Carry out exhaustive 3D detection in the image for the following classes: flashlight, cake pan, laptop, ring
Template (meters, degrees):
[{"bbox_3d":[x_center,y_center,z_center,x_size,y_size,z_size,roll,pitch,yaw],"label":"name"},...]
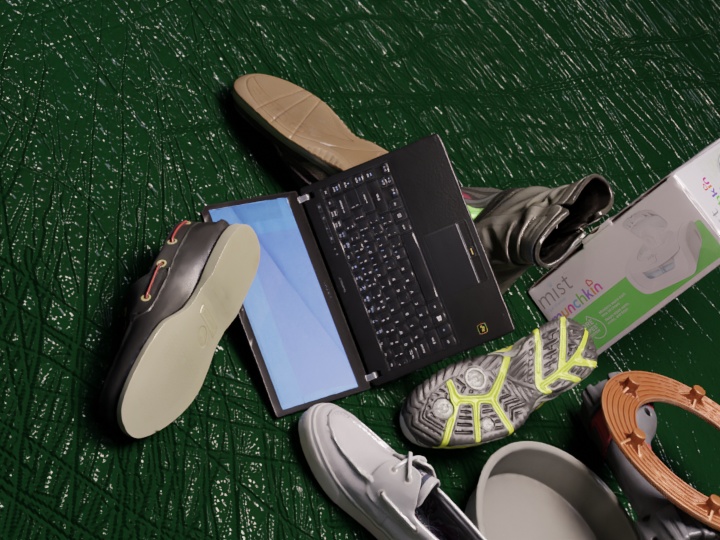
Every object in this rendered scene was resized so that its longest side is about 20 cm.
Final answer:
[{"bbox_3d":[0.253,0.174,1.490,0.068,0.068,0.200,26,23,-34],"label":"flashlight"},{"bbox_3d":[0.161,0.237,1.410,0.199,0.037,0.201,26,43,-27],"label":"cake pan"},{"bbox_3d":[0.000,0.000,1.372,0.103,0.199,0.178,42,26,-83],"label":"laptop"},{"bbox_3d":[0.295,0.154,1.483,0.199,0.019,0.201,24,29,-14],"label":"ring"}]

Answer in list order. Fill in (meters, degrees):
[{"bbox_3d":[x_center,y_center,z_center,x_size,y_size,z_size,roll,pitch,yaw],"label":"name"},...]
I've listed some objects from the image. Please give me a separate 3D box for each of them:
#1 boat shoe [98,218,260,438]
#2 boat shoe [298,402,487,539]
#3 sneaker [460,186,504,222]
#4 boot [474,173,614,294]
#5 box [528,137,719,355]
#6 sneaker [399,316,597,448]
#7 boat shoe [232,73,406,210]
[{"bbox_3d":[-0.141,0.041,1.260,0.074,0.063,0.202,73,32,-42],"label":"boat shoe"},{"bbox_3d":[0.035,0.174,1.310,0.201,0.068,0.072,53,37,5],"label":"boat shoe"},{"bbox_3d":[0.085,-0.041,1.559,0.199,0.084,0.077,7,92,-26],"label":"sneaker"},{"bbox_3d":[0.119,-0.009,1.451,0.068,0.130,0.200,48,68,-15],"label":"boot"},{"bbox_3d":[0.284,-0.026,1.631,0.097,0.200,0.176,52,36,5],"label":"box"},{"bbox_3d":[0.113,0.108,1.454,0.199,0.076,0.076,-19,74,-32],"label":"sneaker"},{"bbox_3d":[-0.034,-0.095,1.481,0.199,0.065,0.072,34,40,12],"label":"boat shoe"}]
